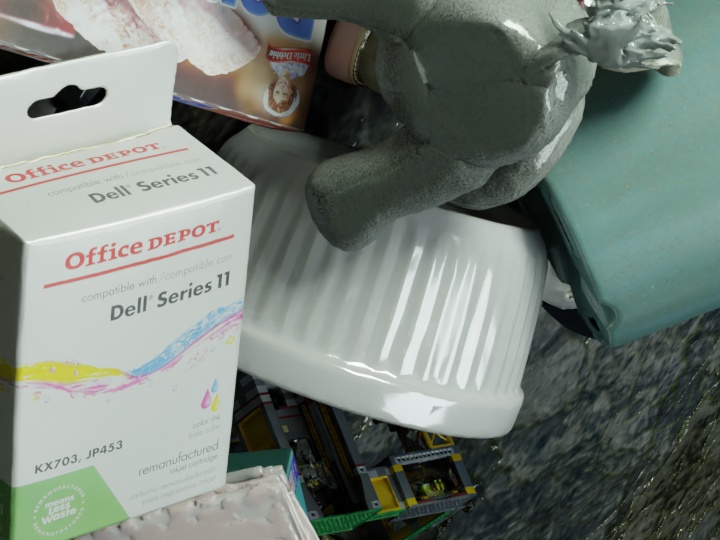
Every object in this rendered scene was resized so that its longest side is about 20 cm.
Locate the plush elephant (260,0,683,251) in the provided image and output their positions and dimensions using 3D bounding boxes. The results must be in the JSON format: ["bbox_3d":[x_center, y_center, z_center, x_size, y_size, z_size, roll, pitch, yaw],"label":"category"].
[{"bbox_3d":[0.064,-0.122,1.050,0.155,0.200,0.165,-55,129,-52],"label":"plush elephant"}]

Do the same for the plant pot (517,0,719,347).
[{"bbox_3d":[0.179,-0.068,1.179,0.196,0.200,0.200,-25,148,-1],"label":"plant pot"}]

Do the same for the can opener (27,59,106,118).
[{"bbox_3d":[-0.113,-0.075,1.049,0.200,0.067,0.053,-51,152,-10],"label":"can opener"}]

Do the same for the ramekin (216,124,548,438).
[{"bbox_3d":[0.000,0.000,1.182,0.200,0.200,0.105,5,106,-59],"label":"ramekin"}]

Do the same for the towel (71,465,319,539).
[{"bbox_3d":[-0.098,0.193,1.185,0.032,0.200,0.191,-83,155,-57],"label":"towel"}]

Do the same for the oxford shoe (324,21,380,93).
[{"bbox_3d":[0.053,-0.115,1.250,0.200,0.074,0.071,-23,138,-61],"label":"oxford shoe"}]

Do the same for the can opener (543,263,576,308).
[{"bbox_3d":[0.148,-0.070,1.367,0.053,0.067,0.200,12,113,-18],"label":"can opener"}]

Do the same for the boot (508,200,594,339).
[{"bbox_3d":[0.136,-0.039,1.511,0.200,0.075,0.097,51,51,-53],"label":"boot"}]

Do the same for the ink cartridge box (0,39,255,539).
[{"bbox_3d":[-0.113,0.012,0.994,0.117,0.067,0.200,-17,128,-34],"label":"ink cartridge box"}]

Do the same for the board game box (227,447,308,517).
[{"bbox_3d":[-0.091,0.189,1.229,0.045,0.152,0.200,-79,160,-56],"label":"board game box"}]

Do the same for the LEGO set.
[{"bbox_3d":[-0.034,0.110,1.363,0.200,0.116,0.154,-8,157,-38],"label":"LEGO set"}]

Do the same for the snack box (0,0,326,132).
[{"bbox_3d":[-0.095,-0.116,1.008,0.200,0.024,0.072,14,86,-45],"label":"snack box"}]
